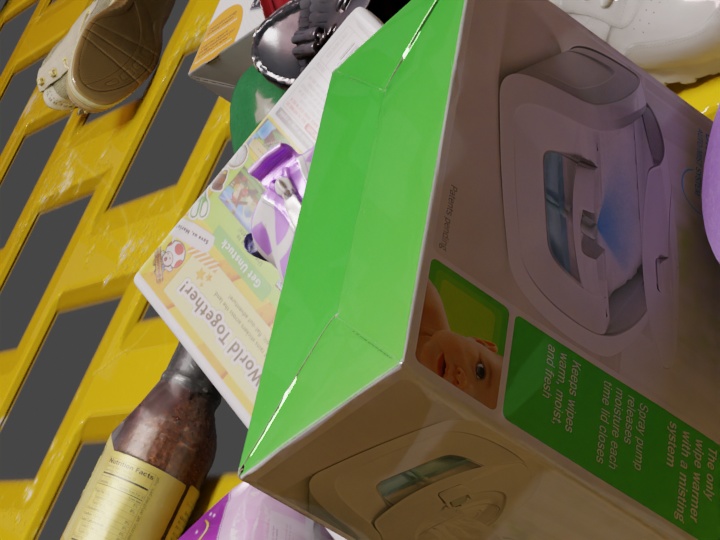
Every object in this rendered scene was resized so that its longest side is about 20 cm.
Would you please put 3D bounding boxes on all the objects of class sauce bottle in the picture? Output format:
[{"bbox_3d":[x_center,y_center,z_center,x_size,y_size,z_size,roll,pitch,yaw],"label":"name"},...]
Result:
[{"bbox_3d":[-0.123,0.123,1.186,0.066,0.066,0.201,-13,47,62],"label":"sauce bottle"}]

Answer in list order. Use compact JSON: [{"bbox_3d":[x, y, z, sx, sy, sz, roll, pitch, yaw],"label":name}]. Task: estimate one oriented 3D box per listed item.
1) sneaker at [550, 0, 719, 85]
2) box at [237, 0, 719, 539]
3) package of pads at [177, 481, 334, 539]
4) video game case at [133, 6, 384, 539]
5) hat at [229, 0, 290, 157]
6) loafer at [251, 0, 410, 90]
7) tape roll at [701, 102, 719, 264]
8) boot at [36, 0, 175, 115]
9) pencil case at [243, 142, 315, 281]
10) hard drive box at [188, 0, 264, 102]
[{"bbox_3d":[0.097,-0.144,0.946,0.199,0.080,0.077,24,88,42],"label":"sneaker"},{"bbox_3d":[0.065,0.019,0.741,0.097,0.176,0.201,-37,29,41],"label":"box"},{"bbox_3d":[-0.061,0.201,0.923,0.120,0.075,0.201,-43,26,30],"label":"package of pads"},{"bbox_3d":[0.000,0.000,0.971,0.182,0.023,0.200,-49,55,10],"label":"video game case"},{"bbox_3d":[-0.065,-0.098,1.188,0.165,0.175,0.201,-38,29,41],"label":"hat"},{"bbox_3d":[0.019,-0.130,1.083,0.198,0.063,0.073,-3,94,31],"label":"loafer"},{"bbox_3d":[0.206,-0.063,0.692,0.200,0.065,0.201,-46,24,28],"label":"tape roll"},{"bbox_3d":[-0.245,-0.185,1.861,0.154,0.072,0.201,-39,24,41],"label":"boot"},{"bbox_3d":[0.021,0.023,0.872,0.084,0.085,0.200,-41,51,7],"label":"pencil case"},{"bbox_3d":[-0.020,-0.216,1.389,0.155,0.076,0.201,-24,40,55],"label":"hard drive box"}]
